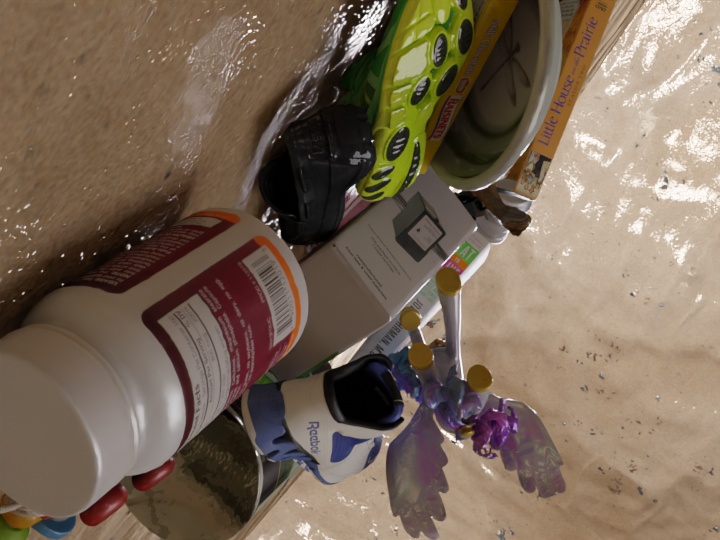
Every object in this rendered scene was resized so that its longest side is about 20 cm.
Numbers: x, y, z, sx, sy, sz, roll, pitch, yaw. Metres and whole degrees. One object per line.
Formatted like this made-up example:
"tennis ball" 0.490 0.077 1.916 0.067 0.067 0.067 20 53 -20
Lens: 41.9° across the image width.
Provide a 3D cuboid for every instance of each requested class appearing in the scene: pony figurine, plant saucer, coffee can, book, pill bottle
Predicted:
"pony figurine" 0.089 0.125 0.869 0.166 0.194 0.200 -15 146 -1
"plant saucer" 0.105 -0.160 0.722 0.050 0.201 0.200 2 142 -23
"coffee can" -0.119 0.150 0.888 0.147 0.146 0.200 -55 171 20
"book" 0.052 0.043 0.977 0.200 0.048 0.134 -48 176 -2
"pill bottle" -0.125 0.047 0.550 0.200 0.114 0.114 -40 165 -55

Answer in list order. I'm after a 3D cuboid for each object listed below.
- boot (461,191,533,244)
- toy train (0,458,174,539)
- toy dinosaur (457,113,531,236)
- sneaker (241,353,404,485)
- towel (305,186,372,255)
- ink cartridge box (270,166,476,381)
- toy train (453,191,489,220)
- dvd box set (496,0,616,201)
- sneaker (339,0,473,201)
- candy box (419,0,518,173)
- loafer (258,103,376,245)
"boot" 0.132 -0.129 1.052 0.073 0.201 0.096 -3 152 -16
"toy train" -0.220 0.154 0.629 0.116 0.085 0.200 -41 175 15
"toy dinosaur" 0.092 -0.114 0.845 0.060 0.201 0.106 -25 146 13
"sneaker" -0.005 0.130 0.817 0.115 0.081 0.199 -19 157 18
"towel" -0.003 -0.088 0.969 0.144 0.023 0.200 -51 171 -19
"ink cartridge box" 0.000 0.000 0.857 0.145 0.084 0.200 -35 -176 37
"toy train" 0.062 -0.058 1.039 0.199 0.034 0.046 -10 -161 43
"dvd box set" 0.163 -0.172 0.910 0.201 0.029 0.146 -68 -160 5
"sneaker" 0.019 -0.139 0.692 0.074 0.084 0.200 -21 149 -34
"candy box" 0.063 -0.179 0.723 0.026 0.103 0.200 -2 145 -25
"loafer" -0.045 -0.068 0.718 0.070 0.068 0.201 -9 166 -16
